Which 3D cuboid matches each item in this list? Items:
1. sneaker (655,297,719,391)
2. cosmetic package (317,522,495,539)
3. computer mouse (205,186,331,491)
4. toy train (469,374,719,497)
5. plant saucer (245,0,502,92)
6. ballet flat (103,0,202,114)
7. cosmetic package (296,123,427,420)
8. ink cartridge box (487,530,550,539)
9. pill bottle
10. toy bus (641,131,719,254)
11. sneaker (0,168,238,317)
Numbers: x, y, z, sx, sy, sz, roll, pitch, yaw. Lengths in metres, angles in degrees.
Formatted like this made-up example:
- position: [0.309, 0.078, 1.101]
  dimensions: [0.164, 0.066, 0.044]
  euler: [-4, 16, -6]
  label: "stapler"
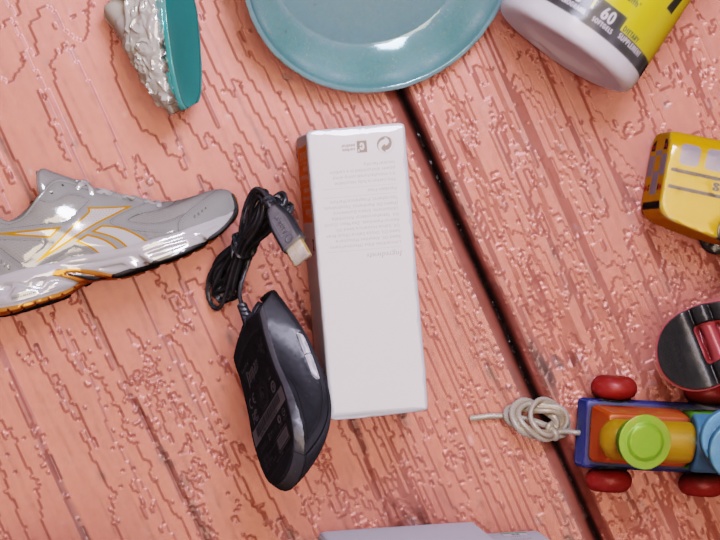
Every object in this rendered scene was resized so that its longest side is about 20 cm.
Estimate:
- position: [0.309, 0.027, 1.719]
  dimensions: [0.199, 0.087, 0.074]
  euler: [-20, 84, 16]
  label: "sneaker"
- position: [0.043, 0.285, 1.652]
  dimensions: [0.122, 0.199, 0.201]
  euler: [-5, 92, -6]
  label: "cosmetic package"
- position: [-0.046, 0.041, 1.641]
  dimensions: [0.046, 0.141, 0.200]
  euler: [-1, 50, -26]
  label: "computer mouse"
- position: [0.184, 0.119, 1.708]
  dimensions: [0.199, 0.116, 0.085]
  euler: [3, 90, -7]
  label: "toy train"
- position: [0.010, -0.224, 1.693]
  dimensions: [0.199, 0.036, 0.201]
  euler: [-7, 119, -13]
  label: "plant saucer"
- position: [-0.152, -0.208, 1.699]
  dimensions: [0.071, 0.072, 0.201]
  euler: [-4, 89, -7]
  label: "ballet flat"
- position: [0.000, 0.000, 1.693]
  dimensions: [0.071, 0.101, 0.201]
  euler: [-5, 91, -6]
  label: "cosmetic package"
- position: [0.126, 0.272, 1.661]
  dimensions: [0.050, 0.200, 0.162]
  euler: [-4, 92, -8]
  label: "ink cartridge box"
- position: [0.198, -0.238, 1.706]
  dimensions: [0.114, 0.114, 0.200]
  euler: [33, 87, -6]
  label: "pill bottle"
- position: [0.308, -0.044, 1.747]
  dimensions: [0.199, 0.065, 0.079]
  euler: [11, 88, -6]
  label: "toy bus"
- position: [-0.186, -0.036, 1.687]
  dimensions: [0.199, 0.076, 0.092]
  euler: [-17, 88, -7]
  label: "sneaker"
